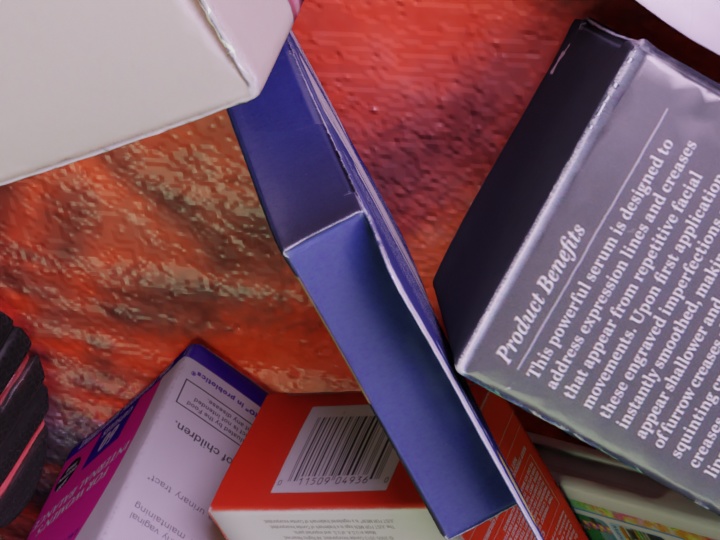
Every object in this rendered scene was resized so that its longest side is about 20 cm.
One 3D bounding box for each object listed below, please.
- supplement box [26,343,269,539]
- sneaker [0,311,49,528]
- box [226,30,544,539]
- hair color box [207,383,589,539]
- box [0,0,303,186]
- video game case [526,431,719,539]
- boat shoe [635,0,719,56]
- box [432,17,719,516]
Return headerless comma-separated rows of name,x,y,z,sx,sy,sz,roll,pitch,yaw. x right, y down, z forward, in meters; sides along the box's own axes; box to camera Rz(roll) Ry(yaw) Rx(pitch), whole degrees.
supplement box,-0.081,0.143,0.929,0.103,0.200,0.101,36,133,-15
sneaker,-0.198,0.023,0.969,0.087,0.074,0.200,7,142,48
box,0.000,0.000,0.777,0.032,0.200,0.121,-28,122,2
hair color box,0.039,0.131,0.904,0.101,0.061,0.200,-4,132,33
box,-0.074,-0.129,0.673,0.128,0.200,0.109,-15,124,31
video game case,0.130,0.140,0.919,0.182,0.024,0.200,10,142,53
boat shoe,0.145,-0.086,0.737,0.200,0.074,0.065,31,114,-10
box,0.134,0.018,0.748,0.200,0.148,0.107,29,98,-4
